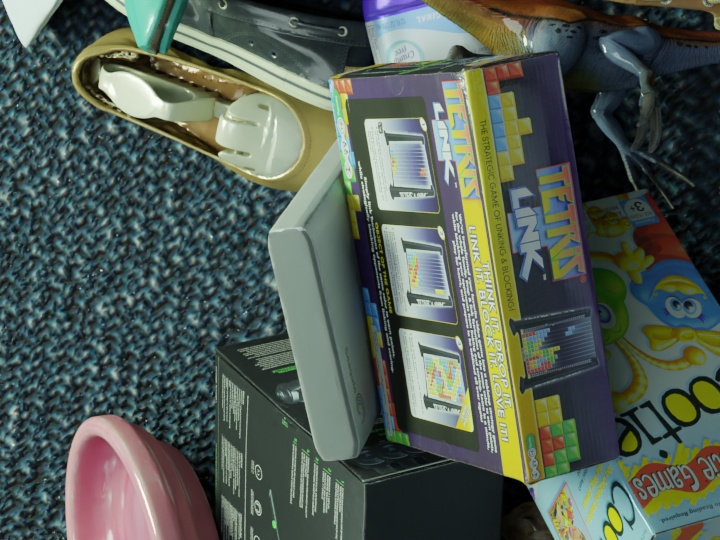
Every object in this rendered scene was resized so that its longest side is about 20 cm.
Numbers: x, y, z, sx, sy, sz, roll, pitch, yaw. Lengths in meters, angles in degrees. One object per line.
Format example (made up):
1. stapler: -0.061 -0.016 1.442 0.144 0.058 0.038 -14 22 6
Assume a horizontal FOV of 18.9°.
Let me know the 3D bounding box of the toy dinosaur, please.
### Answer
1. toy dinosaur: 0.131 -0.120 1.156 0.181 0.105 0.201 -24 94 -10

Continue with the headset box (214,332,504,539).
1. headset box: -0.002 0.151 1.241 0.200 0.092 0.175 34 129 54

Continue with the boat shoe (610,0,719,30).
1. boat shoe: 0.204 -0.161 1.133 0.199 0.076 0.074 12 126 2

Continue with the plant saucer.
1. plant saucer: -0.132 0.188 1.357 0.200 0.051 0.201 172 90 -67

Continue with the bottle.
1. bottle: 0.061 -0.079 1.236 0.083 0.065 0.201 -12 96 17

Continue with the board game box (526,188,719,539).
1. board game box: 0.141 0.072 1.130 0.105 0.103 0.200 102 149 -50

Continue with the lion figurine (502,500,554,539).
1. lion figurine: 0.162 0.162 1.219 0.200 0.072 0.123 -37 75 46

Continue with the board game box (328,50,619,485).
1. board game box: 0.054 -0.006 1.084 0.165 0.057 0.201 9 110 65

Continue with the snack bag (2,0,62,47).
1. snack bag: -0.210 -0.249 1.293 0.189 0.021 0.200 67 156 3

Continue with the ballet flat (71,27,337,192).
1. ballet flat: -0.088 -0.091 1.310 0.199 0.063 0.069 21 110 20

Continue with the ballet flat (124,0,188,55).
1. ballet flat: -0.107 -0.211 1.231 0.070 0.201 0.067 25 152 -5

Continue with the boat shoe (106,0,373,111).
1. boat shoe: -0.077 -0.160 1.284 0.199 0.075 0.062 26 110 12

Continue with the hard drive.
1. hard drive: 0.000 0.000 1.197 0.027 0.200 0.132 -6 111 18
